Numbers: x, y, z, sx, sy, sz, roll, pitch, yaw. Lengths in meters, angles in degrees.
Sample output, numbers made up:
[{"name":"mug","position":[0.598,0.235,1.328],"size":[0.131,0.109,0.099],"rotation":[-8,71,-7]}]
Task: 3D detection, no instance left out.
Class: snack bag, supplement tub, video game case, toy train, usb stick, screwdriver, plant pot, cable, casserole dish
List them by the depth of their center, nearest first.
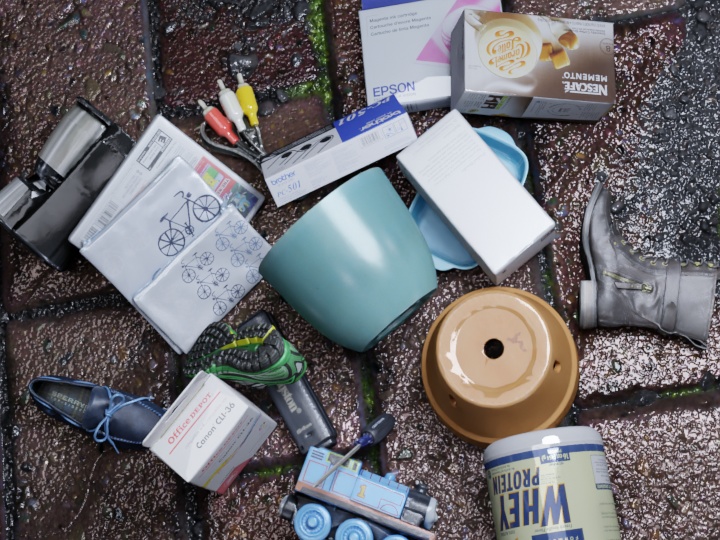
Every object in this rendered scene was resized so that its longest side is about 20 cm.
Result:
[{"name":"supplement tub","position":[0.225,0.292,1.432],"size":[0.143,0.145,0.203],"rotation":[-11,74,7]},{"name":"screwdriver","position":[-0.011,0.213,1.480],"size":[0.028,0.199,0.029],"rotation":[-43,80,31]},{"name":"toy train","position":[0.004,0.293,1.495],"size":[0.198,0.087,0.116],"rotation":[19,75,6]},{"name":"plant pot","position":[0.163,0.107,1.495],"size":[0.197,0.140,0.203],"rotation":[-3,75,10]},{"name":"plant pot","position":[0.000,0.000,1.529],"size":[0.200,0.201,0.161],"rotation":[-40,83,-2]},{"name":"usb stick","position":[-0.095,0.144,1.585],"size":[0.055,0.033,0.201],"rotation":[-32,73,5]},{"name":"casserole dish","position":[0.138,-0.089,1.603],"size":[0.120,0.039,0.202],"rotation":[26,80,15]},{"name":"snack bag","position":[-0.231,-0.022,1.604],"size":[0.188,0.021,0.200],"rotation":[-43,108,-4]},{"name":"video game case","position":[-0.251,-0.068,1.621],"size":[0.182,0.023,0.201],"rotation":[37,84,-19]},{"name":"cable","position":[-0.149,-0.165,1.666],"size":[0.097,0.050,0.201],"rotation":[-34,72,-3]}]

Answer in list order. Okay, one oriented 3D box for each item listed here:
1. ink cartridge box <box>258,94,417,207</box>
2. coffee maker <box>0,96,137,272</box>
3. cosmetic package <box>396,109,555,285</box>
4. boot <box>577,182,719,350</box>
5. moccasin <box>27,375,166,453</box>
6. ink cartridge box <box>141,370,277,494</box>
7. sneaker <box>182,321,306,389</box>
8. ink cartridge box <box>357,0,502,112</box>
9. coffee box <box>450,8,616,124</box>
[{"name":"ink cartridge box","position":[-0.030,-0.156,1.596],"size":[0.198,0.094,0.045],"rotation":[-25,114,0]},{"name":"coffee maker","position":[-0.366,-0.097,1.643],"size":[0.191,0.135,0.201],"rotation":[37,85,16]},{"name":"cosmetic package","position":[0.144,-0.091,1.547],"size":[0.101,0.074,0.201],"rotation":[-37,75,-1]},{"name":"boot","position":[0.357,-0.006,1.534],"size":[0.171,0.069,0.203],"rotation":[3,83,8]},{"name":"moccasin","position":[-0.341,0.186,1.598],"size":[0.197,0.068,0.082],"rotation":[11,77,12]},{"name":"ink cartridge box","position":[-0.179,0.198,1.498],"size":[0.067,0.200,0.117],"rotation":[36,84,17]},{"name":"sneaker","position":[-0.149,0.118,1.553],"size":[0.199,0.085,0.079],"rotation":[0,56,47]},{"name":"ink cartridge box","position":[0.097,-0.317,1.669],"size":[0.193,0.043,0.203],"rotation":[-8,76,8]},{"name":"coffee box","position":[0.218,-0.258,1.581],"size":[0.197,0.080,0.116],"rotation":[4,75,-9]}]
